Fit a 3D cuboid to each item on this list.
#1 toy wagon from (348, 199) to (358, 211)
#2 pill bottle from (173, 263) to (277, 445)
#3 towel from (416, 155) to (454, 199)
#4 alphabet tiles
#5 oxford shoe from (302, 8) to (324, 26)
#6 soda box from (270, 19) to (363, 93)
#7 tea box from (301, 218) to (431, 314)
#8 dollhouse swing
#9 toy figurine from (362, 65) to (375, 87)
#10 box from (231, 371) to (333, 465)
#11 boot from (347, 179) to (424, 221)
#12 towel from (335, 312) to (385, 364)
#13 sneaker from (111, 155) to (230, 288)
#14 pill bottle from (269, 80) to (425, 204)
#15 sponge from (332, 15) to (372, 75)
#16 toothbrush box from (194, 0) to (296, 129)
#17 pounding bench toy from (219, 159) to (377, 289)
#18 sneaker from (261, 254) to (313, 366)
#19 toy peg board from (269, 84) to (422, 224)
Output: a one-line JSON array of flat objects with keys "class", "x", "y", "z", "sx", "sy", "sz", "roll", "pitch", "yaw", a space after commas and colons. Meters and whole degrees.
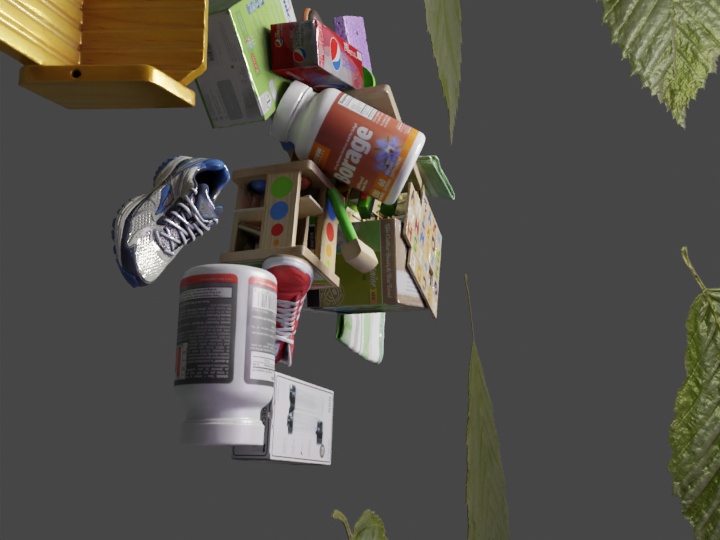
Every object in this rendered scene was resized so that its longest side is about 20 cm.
[{"class": "toy wagon", "x": 0.022, "y": -0.181, "z": 1.286, "sx": 0.039, "sy": 0.155, "sz": 0.200, "roll": 29, "pitch": 17, "yaw": -27}, {"class": "pill bottle", "x": -0.158, "y": 0.101, "z": 0.835, "sx": 0.116, "sy": 0.115, "sz": 0.201, "roll": 32, "pitch": 56, "yaw": -65}, {"class": "towel", "x": 0.079, "y": -0.199, "z": 1.422, "sx": 0.023, "sy": 0.199, "sz": 0.153, "roll": -68, "pitch": 152, "yaw": -16}, {"class": "alphabet tiles", "x": 0.103, "y": -0.042, "z": 1.157, "sx": 0.200, "sy": 0.008, "sz": 0.168, "roll": 59, "pitch": 32, "yaw": -52}, {"class": "oxford shoe", "x": -0.047, "y": -0.394, "z": 1.303, "sx": 0.200, "sy": 0.072, "sz": 0.072, "roll": 59, "pitch": 34, "yaw": -49}, {"class": "soda box", "x": -0.058, "y": -0.299, "z": 1.020, "sx": 0.200, "sy": 0.070, "sz": 0.064, "roll": -10, "pitch": 99, "yaw": -72}, {"class": "tea box", "x": 0.000, "y": 0.000, "z": 1.164, "sx": 0.200, "sy": 0.196, "sz": 0.135, "roll": 14, "pitch": 73, "yaw": -68}, {"class": "dollhouse swing", "x": -0.245, "y": -0.273, "z": 0.637, "sx": 0.176, "sy": 0.181, "sz": 0.201, "roll": 85, "pitch": 5, "yaw": -79}, {"class": "toy figurine", "x": -0.048, "y": -0.261, "z": 1.251, "sx": 0.185, "sy": 0.149, "sz": 0.201, "roll": 82, "pitch": -8, "yaw": -49}, {"class": "box", "x": -0.106, "y": 0.217, "z": 1.024, "sx": 0.200, "sy": 0.060, "sz": 0.117, "roll": 37, "pitch": 51, "yaw": -64}, {"class": "boot", "x": 0.039, "y": -0.106, "z": 1.349, "sx": 0.200, "sy": 0.155, "sz": 0.073, "roll": -68, "pitch": 147, "yaw": -49}, {"class": "towel", "x": 0.005, "y": 0.092, "z": 1.392, "sx": 0.200, "sy": 0.031, "sz": 0.150, "roll": 42, "pitch": 46, "yaw": -61}, {"class": "sneaker", "x": -0.204, "y": -0.064, "z": 0.793, "sx": 0.077, "sy": 0.085, "sz": 0.201, "roll": 66, "pitch": 29, "yaw": -41}, {"class": "pill bottle", "x": -0.020, "y": -0.182, "z": 0.997, "sx": 0.113, "sy": 0.199, "sz": 0.112, "roll": -64, "pitch": -179, "yaw": 2}, {"class": "sponge", "x": -0.008, "y": -0.420, "z": 1.477, "sx": 0.112, "sy": 0.030, "sz": 0.201, "roll": -44, "pitch": 127, "yaw": -64}, {"class": "toothbrush box", "x": -0.153, "y": -0.304, "z": 0.982, "sx": 0.200, "sy": 0.086, "sz": 0.146, "roll": -64, "pitch": 144, "yaw": -52}, {"class": "pounding bench toy", "x": -0.070, "y": -0.068, "z": 0.989, "sx": 0.124, "sy": 0.199, "sz": 0.157, "roll": 45, "pitch": 45, "yaw": -59}, {"class": "sneaker", "x": -0.111, "y": 0.061, "z": 0.950, "sx": 0.200, "sy": 0.071, "sz": 0.113, "roll": 113, "pitch": -12, "yaw": -64}, {"class": "toy peg board", "x": -0.027, "y": -0.166, "z": 1.123, "sx": 0.200, "sy": 0.199, "sz": 0.098, "roll": 65, "pitch": 28, "yaw": -43}]
